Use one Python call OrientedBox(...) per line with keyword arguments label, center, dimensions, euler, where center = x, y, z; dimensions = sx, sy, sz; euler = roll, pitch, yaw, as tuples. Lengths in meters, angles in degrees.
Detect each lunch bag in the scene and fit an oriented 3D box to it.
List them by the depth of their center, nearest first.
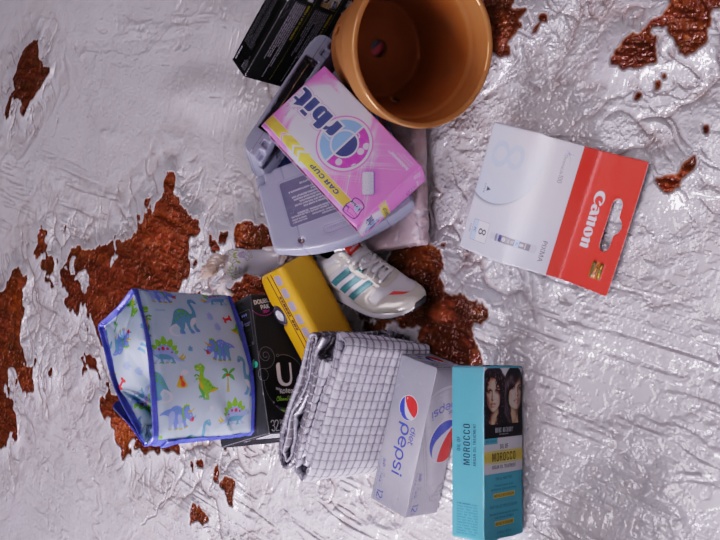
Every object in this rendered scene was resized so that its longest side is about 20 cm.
OrientedBox(label="lunch bag", center=(-0.239, 0.137, 1.167), dimensions=(0.127, 0.170, 0.201), euler=(-42, 60, 34))

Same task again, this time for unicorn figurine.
OrientedBox(label="unicorn figurine", center=(-0.144, -0.015, 1.341), dimensions=(0.074, 0.199, 0.138), euler=(62, 154, 23))

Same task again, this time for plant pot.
OrientedBox(label="plant pot", center=(0.052, -0.289, 1.128), dimensions=(0.140, 0.199, 0.201), euler=(26, 105, 62))

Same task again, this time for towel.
OrientedBox(label="towel", center=(-0.013, 0.171, 1.152), dimensions=(0.085, 0.165, 0.201), euler=(25, 104, 48))
OrientedBox(label="towel", center=(0.023, -0.122, 1.238), dimensions=(0.191, 0.032, 0.201), euler=(-10, 78, 46))

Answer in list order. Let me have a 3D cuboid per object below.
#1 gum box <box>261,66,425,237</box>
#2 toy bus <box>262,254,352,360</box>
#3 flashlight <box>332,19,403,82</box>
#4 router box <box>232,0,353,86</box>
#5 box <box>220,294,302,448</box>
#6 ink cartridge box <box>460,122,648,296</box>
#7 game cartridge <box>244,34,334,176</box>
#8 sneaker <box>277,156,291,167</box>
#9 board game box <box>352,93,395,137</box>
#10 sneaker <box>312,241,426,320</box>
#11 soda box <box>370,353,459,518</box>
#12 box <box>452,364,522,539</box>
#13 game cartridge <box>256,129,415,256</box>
OrientedBox(label="gum box", center=(-0.025, -0.157, 1.125), dimensions=(0.113, 0.066, 0.200), euler=(-42, 77, -1))
OrientedBox(label="toy bus", center=(-0.060, 0.079, 1.217), dimensions=(0.078, 0.065, 0.201), euler=(-22, 97, 56))
OrientedBox(label="flashlight", center=(-0.017, -0.277, 1.219), dimensions=(0.068, 0.068, 0.200), euler=(35, 87, 40))
OrientedBox(label="router box", center=(-0.077, -0.362, 1.280), dimensions=(0.200, 0.149, 0.051), euler=(-53, 53, 27))
OrientedBox(label="box", center=(-0.126, 0.147, 1.279), dimensions=(0.124, 0.148, 0.201), euler=(-24, 69, 43))
OrientedBox(label="ink cartridge box", center=(0.220, -0.075, 1.021), dimensions=(0.200, 0.047, 0.161), euler=(25, 104, 46))
OrientedBox(label="game cartridge", center=(-0.099, -0.229, 1.249), dimensions=(0.200, 0.041, 0.133), euler=(-58, 0, -9))
OrientedBox(label="sneaker", center=(-0.099, -0.139, 1.329), dimensions=(0.070, 0.078, 0.201), euler=(-20, 63, 8))
OrientedBox(label="board game box", center=(-0.030, -0.183, 1.249), dimensions=(0.158, 0.039, 0.201), euler=(-43, 56, 34))
OrientedBox(label="sneaker", center=(0.000, 0.000, 1.189), dimensions=(0.199, 0.070, 0.094), euler=(19, 133, 40))
OrientedBox(label="soda box", center=(0.076, 0.212, 1.127), dimensions=(0.068, 0.063, 0.201), euler=(17, 98, 46))
OrientedBox(label="box", center=(0.152, 0.214, 1.037), dimensions=(0.049, 0.082, 0.201), euler=(-4, 84, 44))
OrientedBox(label="game cartridge", center=(-0.033, -0.098, 1.174), dimensions=(0.199, 0.041, 0.134), euler=(-19, 69, 8))
